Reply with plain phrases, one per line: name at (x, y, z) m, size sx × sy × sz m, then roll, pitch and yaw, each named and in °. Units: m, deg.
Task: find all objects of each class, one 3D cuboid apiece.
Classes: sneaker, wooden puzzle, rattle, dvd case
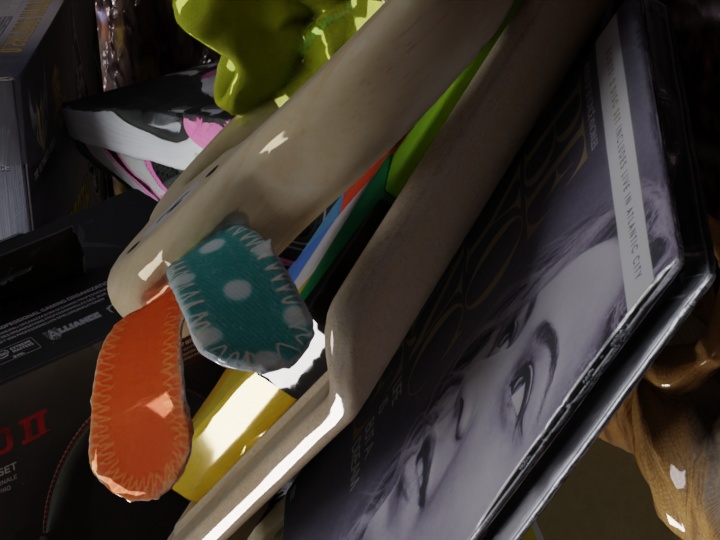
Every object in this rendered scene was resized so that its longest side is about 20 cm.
sneaker at (-0.051, -0.025, 1.005) m, size 0.200 × 0.080 × 0.087 m, roll -156°, pitch 53°, yaw -68°
wooden puzzle at (0.000, 0.000, 0.815) m, size 0.185 × 0.037 × 0.200 m, roll -58°, pitch 1°, yaw -34°
rattle at (-0.049, -0.055, 0.724) m, size 0.130 × 0.200 × 0.143 m, roll -12°, pitch 117°, yaw 44°
dvd case at (0.029, 0.035, 0.747) m, size 0.200 × 0.016 × 0.149 m, roll -56°, pitch 16°, yaw 27°

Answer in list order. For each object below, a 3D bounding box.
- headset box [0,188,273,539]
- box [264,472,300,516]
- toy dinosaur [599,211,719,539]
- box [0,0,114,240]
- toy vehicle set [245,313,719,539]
headset box at (-0.107, 0.078, 0.893) m, size 0.075 × 0.148 × 0.200 m, roll 33°, pitch 136°, yaw 43°
box at (-0.037, 0.112, 0.994) m, size 0.156 × 0.041 × 0.200 m, roll 63°, pitch 150°, yaw 8°
toy dinosaur at (0.091, 0.049, 0.690) m, size 0.106 × 0.060 × 0.200 m, roll -63°, pitch 19°, yaw 18°
box at (-0.133, -0.025, 1.087) m, size 0.200 × 0.048 × 0.159 m, roll -83°, pitch -9°, yaw -71°
toy vehicle set at (0.038, 0.084, 0.815) m, size 0.200 × 0.026 × 0.124 m, roll -48°, pitch 49°, yaw 33°
